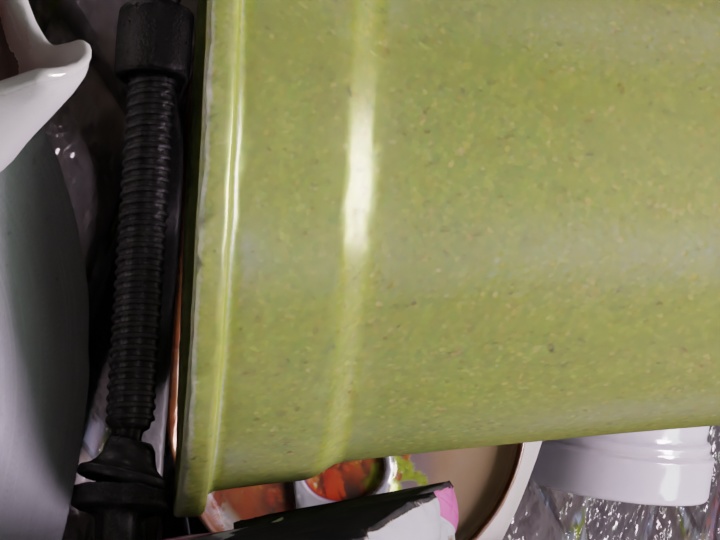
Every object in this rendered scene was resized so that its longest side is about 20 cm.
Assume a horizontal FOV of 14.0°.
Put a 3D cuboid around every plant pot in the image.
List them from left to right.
[{"bbox_3d":[0.045,-0.029,0.806,0.200,0.184,0.201,-177,-90,-85],"label":"plant pot"}]

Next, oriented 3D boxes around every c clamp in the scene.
[{"bbox_3d":[-0.064,0.001,0.826,0.171,0.027,0.200,119,-26,-80],"label":"c clamp"}]

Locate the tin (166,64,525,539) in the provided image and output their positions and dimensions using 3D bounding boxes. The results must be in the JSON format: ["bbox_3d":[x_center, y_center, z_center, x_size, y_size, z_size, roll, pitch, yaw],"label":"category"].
[{"bbox_3d":[0.000,0.000,0.916,0.042,0.112,0.200,7,88,-84],"label":"tin"}]

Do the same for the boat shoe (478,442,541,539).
[{"bbox_3d":[0.036,0.049,1.071,0.074,0.060,0.200,-54,163,-48],"label":"boat shoe"}]

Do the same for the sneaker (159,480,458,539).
[{"bbox_3d":[-0.004,0.102,0.731,0.200,0.080,0.086,2,76,-74],"label":"sneaker"}]

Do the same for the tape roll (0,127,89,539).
[{"bbox_3d":[-0.144,0.037,0.700,0.200,0.066,0.201,-31,125,-58],"label":"tape roll"}]

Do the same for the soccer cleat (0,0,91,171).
[{"bbox_3d":[-0.125,-0.107,0.612,0.200,0.078,0.069,59,36,-6],"label":"soccer cleat"}]

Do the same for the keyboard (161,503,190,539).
[{"bbox_3d":[-0.056,0.134,0.855,0.200,0.021,0.127,-170,-92,-87],"label":"keyboard"}]

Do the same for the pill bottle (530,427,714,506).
[{"bbox_3d":[0.115,-0.011,1.171,0.104,0.104,0.200,-1,99,-64],"label":"pill bottle"}]
